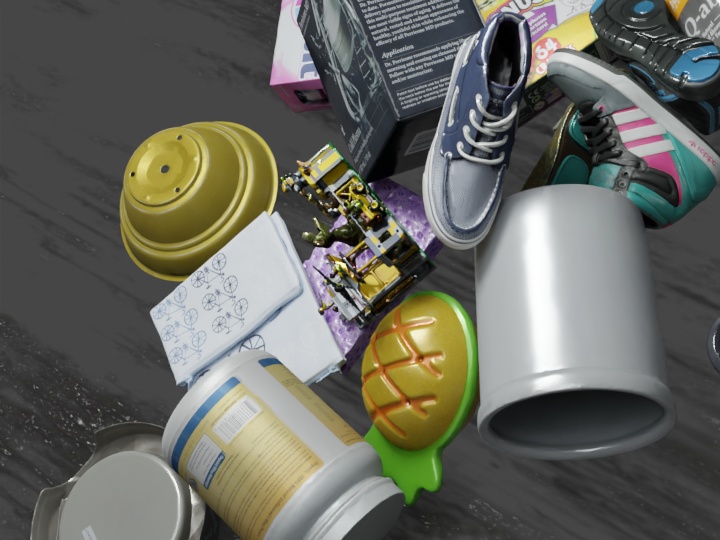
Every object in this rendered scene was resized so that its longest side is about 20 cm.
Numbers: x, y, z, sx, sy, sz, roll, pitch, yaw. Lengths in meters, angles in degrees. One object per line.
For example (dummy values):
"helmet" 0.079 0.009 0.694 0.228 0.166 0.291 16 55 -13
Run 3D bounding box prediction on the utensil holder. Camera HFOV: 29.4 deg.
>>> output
"utensil holder" 0.184 0.046 1.220 0.170 0.170 0.200 -11 61 19

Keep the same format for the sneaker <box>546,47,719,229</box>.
"sneaker" 0.232 -0.107 1.287 0.200 0.084 0.121 38 80 -1

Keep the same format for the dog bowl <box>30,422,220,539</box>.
"dog bowl" -0.230 0.255 1.373 0.200 0.059 0.200 -10 62 20

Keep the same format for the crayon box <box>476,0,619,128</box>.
"crayon box" 0.173 -0.257 1.433 0.200 0.058 0.173 -34 57 6

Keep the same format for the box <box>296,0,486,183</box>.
"box" 0.036 -0.217 1.347 0.124 0.200 0.197 -18 79 -13

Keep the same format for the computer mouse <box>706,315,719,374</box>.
"computer mouse" 0.401 0.071 1.184 0.200 0.053 0.139 -4 62 9

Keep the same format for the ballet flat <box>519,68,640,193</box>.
"ballet flat" 0.207 -0.114 1.353 0.071 0.071 0.200 21 75 31

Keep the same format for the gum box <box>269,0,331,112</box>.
"gum box" -0.027 -0.273 1.526 0.113 0.066 0.200 -4 65 24

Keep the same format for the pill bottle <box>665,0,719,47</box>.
"pill bottle" 0.359 -0.245 1.310 0.116 0.116 0.200 -33 58 7

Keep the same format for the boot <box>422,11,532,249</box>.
"boot" 0.102 -0.122 1.187 0.073 0.090 0.200 9 80 -8

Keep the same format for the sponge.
"sponge" 0.000 0.000 1.407 0.112 0.030 0.200 33 83 32

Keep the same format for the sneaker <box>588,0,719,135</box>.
"sneaker" 0.279 -0.199 1.292 0.073 0.082 0.200 -28 42 0

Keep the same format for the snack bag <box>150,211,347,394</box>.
"snack bag" -0.121 0.067 1.407 0.189 0.021 0.200 -38 59 20

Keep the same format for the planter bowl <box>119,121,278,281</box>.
"planter bowl" -0.198 -0.096 1.511 0.200 0.083 0.201 -10 62 20

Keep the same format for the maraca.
"maraca" 0.053 0.118 1.286 0.137 0.107 0.200 21 100 52

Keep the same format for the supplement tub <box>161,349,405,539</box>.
"supplement tub" -0.071 0.186 1.271 0.200 0.145 0.145 41 87 21

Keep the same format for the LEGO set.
"LEGO set" -0.020 -0.023 1.308 0.116 0.200 0.154 -40 82 3
